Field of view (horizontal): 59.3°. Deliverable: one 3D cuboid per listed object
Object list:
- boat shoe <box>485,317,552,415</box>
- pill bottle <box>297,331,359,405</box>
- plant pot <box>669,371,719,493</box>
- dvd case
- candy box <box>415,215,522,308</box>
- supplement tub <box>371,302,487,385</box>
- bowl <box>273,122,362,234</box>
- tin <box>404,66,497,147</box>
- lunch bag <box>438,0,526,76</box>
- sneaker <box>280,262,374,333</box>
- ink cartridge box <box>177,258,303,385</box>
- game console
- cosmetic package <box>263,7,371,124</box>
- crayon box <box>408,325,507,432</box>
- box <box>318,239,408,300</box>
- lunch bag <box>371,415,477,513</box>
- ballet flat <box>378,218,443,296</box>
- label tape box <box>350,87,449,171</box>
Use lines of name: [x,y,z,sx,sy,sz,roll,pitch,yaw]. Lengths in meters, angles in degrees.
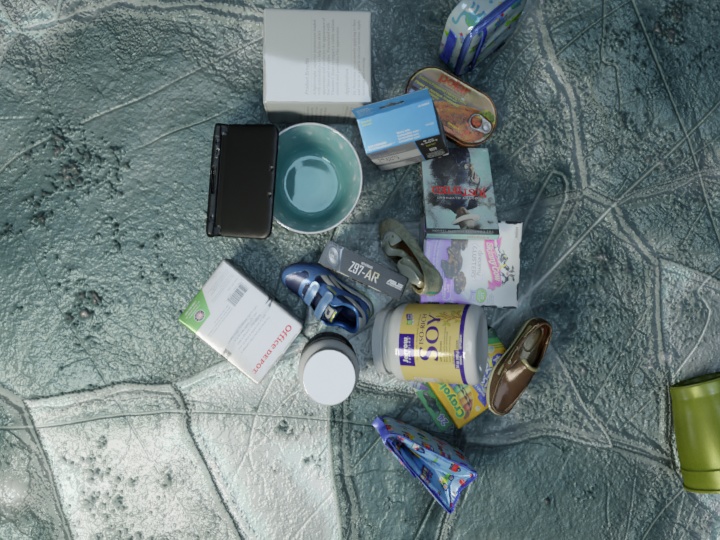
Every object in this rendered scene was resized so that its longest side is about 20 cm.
boat shoe: [0.305,0.182,1.210,0.074,0.075,0.206,27,83,-6]
pill bottle: [-0.059,0.182,1.174,0.113,0.200,0.119,0,91,-3]
plant pot: [0.704,0.306,1.241,0.196,0.201,0.198,-15,79,-3]
dvd case: [0.190,-0.153,1.233,0.142,0.022,0.205,1,64,-3]
candy box: [0.213,-0.016,1.253,0.195,0.072,0.173,3,90,-3]
supplement tub: [0.132,0.136,1.189,0.195,0.145,0.150,0,90,21]
bowl: [-0.096,-0.170,1.217,0.195,0.105,0.207,0,90,-4]
tin: [0.179,-0.326,1.267,0.197,0.042,0.114,29,93,-3]
lunch bag: [0.225,-0.460,1.188,0.160,0.200,0.083,-39,85,-4]
sneaker: [-0.067,0.053,1.223,0.197,0.083,0.075,27,123,-1]
ink cartridge box: [-0.225,0.098,1.220,0.199,0.084,0.147,40,88,-3]
game console: [-0.225,-0.162,1.184,0.113,0.176,0.206,5,90,-15]
cosmetic package: [-0.081,-0.375,1.186,0.194,0.165,0.170,1,90,-4]
crayon box: [0.212,0.221,1.266,0.198,0.052,0.127,-35,92,-2]
box: [0.000,0.000,1.177,0.157,0.200,0.044,25,89,-2]
lunch bag: [0.107,0.343,1.210,0.198,0.151,0.095,37,88,-3]
ballet flat: [0.083,-0.030,1.203,0.201,0.061,0.068,49,129,32]
label tape box: [0.077,-0.250,1.161,0.141,0.200,0.065,-12,82,14]
